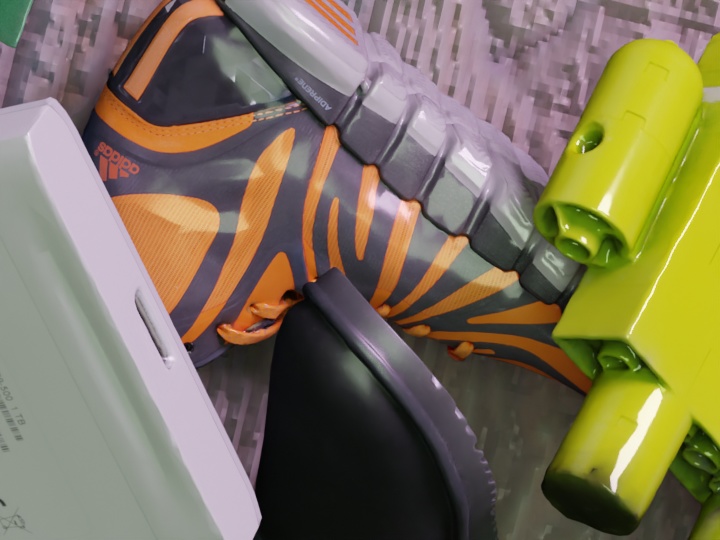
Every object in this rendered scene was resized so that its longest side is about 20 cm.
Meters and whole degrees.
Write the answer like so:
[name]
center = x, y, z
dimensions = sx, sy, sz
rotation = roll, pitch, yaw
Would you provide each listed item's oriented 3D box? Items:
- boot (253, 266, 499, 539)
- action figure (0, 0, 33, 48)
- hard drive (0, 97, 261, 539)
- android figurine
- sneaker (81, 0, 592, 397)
[boot]
center = -0.055, 0.106, 0.820
dimensions = 0.200, 0.165, 0.066
rotation = -37, 57, -10
[action figure]
center = -0.144, -0.144, 0.785
dimensions = 0.200, 0.055, 0.118
rotation = 23, 87, 24
[hard drive]
center = -0.140, 0.033, 0.769
dimensions = 0.199, 0.027, 0.132
rotation = -11, 120, 25
[android figurine]
center = 0.124, 0.007, 0.870
dimensions = 0.182, 0.041, 0.200
rotation = 45, 60, -32
[sneaker]
center = 0.000, 0.000, 0.885
dimensions = 0.200, 0.078, 0.112
rotation = 40, 102, -12
